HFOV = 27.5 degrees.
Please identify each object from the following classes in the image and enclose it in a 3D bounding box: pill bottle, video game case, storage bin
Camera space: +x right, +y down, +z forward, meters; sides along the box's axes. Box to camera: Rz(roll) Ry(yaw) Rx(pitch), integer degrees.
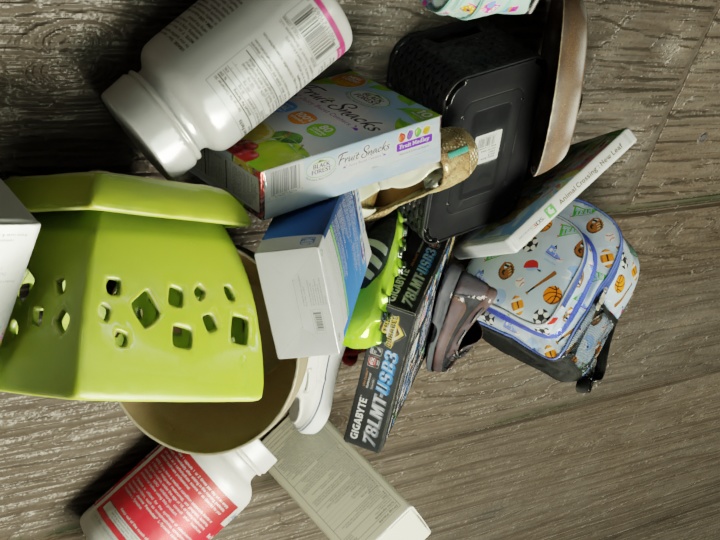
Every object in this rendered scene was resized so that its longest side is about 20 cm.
[{"bbox_3d":[-0.115,-0.175,1.249,0.200,0.113,0.114,-40,143,-8],"label":"pill bottle"},{"bbox_3d":[0.194,-0.081,1.602,0.182,0.022,0.200,-42,-172,-11],"label":"video game case"},{"bbox_3d":[-0.189,0.237,1.556,0.200,0.112,0.112,-42,143,-6],"label":"pill bottle"},{"bbox_3d":[0.101,-0.143,1.508,0.135,0.094,0.201,-20,137,-31],"label":"storage bin"}]

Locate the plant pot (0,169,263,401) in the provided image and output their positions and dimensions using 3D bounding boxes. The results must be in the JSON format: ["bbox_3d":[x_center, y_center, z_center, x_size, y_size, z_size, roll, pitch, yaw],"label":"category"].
[{"bbox_3d":[-0.210,0.014,1.243,0.198,0.199,0.183,5,87,-45],"label":"plant pot"}]

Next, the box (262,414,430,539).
[{"bbox_3d":[-0.023,0.249,1.657,0.095,0.200,0.078,-42,143,-6],"label":"box"}]

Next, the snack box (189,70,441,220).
[{"bbox_3d":[-0.046,-0.119,1.341,0.199,0.142,0.053,-19,126,-31],"label":"snack box"}]

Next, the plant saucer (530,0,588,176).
[{"bbox_3d":[0.203,-0.194,1.495,0.032,0.201,0.201,7,128,0],"label":"plant saucer"}]

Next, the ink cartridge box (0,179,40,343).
[{"bbox_3d":[-0.347,0.009,1.161,0.087,0.145,0.201,-1,123,-46],"label":"ink cartridge box"}]

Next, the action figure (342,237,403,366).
[{"bbox_3d":[0.002,0.031,1.609,0.065,0.052,0.201,-15,136,-28],"label":"action figure"}]

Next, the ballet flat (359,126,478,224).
[{"bbox_3d":[0.022,-0.089,1.432,0.199,0.071,0.065,-25,180,36],"label":"ballet flat"}]

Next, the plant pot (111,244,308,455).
[{"bbox_3d":[-0.130,0.066,1.416,0.201,0.200,0.134,-57,168,13],"label":"plant pot"}]

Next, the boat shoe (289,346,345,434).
[{"bbox_3d":[-0.061,0.099,1.602,0.065,0.074,0.201,0,127,-19],"label":"boat shoe"}]

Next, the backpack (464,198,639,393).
[{"bbox_3d":[0.222,0.009,1.707,0.191,0.199,0.154,-53,146,-13],"label":"backpack"}]

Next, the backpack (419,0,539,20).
[{"bbox_3d":[0.113,-0.325,1.319,0.126,0.167,0.201,-5,133,-17],"label":"backpack"}]

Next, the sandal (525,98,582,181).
[{"bbox_3d":[0.184,-0.126,1.646,0.200,0.043,0.076,-50,143,4],"label":"sandal"}]

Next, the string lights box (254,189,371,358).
[{"bbox_3d":[-0.037,-0.015,1.315,0.059,0.200,0.103,-6,114,12],"label":"string lights box"}]

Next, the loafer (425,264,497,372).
[{"bbox_3d":[0.113,0.067,1.660,0.200,0.063,0.072,93,17,-59],"label":"loafer"}]

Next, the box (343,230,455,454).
[{"bbox_3d":[0.047,0.063,1.598,0.199,0.049,0.201,-63,168,-52],"label":"box"}]

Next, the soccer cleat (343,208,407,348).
[{"bbox_3d":[0.000,0.000,1.449,0.200,0.080,0.068,-73,167,-51],"label":"soccer cleat"}]
